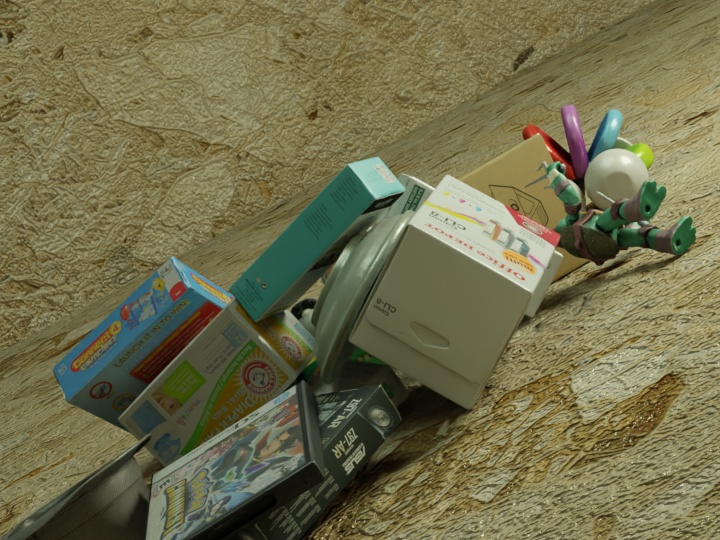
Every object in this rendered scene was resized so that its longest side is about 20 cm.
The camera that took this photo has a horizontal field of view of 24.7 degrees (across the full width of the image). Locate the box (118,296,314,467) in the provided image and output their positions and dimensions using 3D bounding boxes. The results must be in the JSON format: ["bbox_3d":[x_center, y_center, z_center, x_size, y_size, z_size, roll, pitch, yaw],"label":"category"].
[{"bbox_3d":[-0.153,0.123,1.814,0.200,0.112,0.101,-46,1,23],"label":"box"}]

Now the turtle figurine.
[{"bbox_3d":[0.277,-0.056,1.875,0.149,0.102,0.199,23,-12,-35],"label":"turtle figurine"}]

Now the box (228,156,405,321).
[{"bbox_3d":[-0.046,-0.032,1.735,0.200,0.049,0.082,-45,-10,24],"label":"box"}]

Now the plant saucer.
[{"bbox_3d":[-0.006,0.019,1.717,0.201,0.050,0.200,-61,-6,-10],"label":"plant saucer"}]

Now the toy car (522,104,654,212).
[{"bbox_3d":[0.284,-0.142,2.183,0.198,0.151,0.175,-23,10,11],"label":"toy car"}]

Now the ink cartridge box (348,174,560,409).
[{"bbox_3d":[0.099,0.018,1.677,0.146,0.144,0.200,-63,-5,23],"label":"ink cartridge box"}]

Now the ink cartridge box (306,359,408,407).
[{"bbox_3d":[-0.059,0.174,1.740,0.200,0.050,0.161,-43,15,-16],"label":"ink cartridge box"}]

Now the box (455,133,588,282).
[{"bbox_3d":[0.165,-0.045,1.933,0.199,0.165,0.021,-29,10,-22],"label":"box"}]

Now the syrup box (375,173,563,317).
[{"bbox_3d":[0.119,-0.028,1.843,0.079,0.199,0.081,-63,8,2],"label":"syrup box"}]

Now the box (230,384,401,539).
[{"bbox_3d":[-0.075,0.191,1.547,0.159,0.044,0.200,-14,25,49],"label":"box"}]

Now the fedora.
[{"bbox_3d":[-0.265,0.255,1.630,0.199,0.091,0.177,-34,2,28],"label":"fedora"}]

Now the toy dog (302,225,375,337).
[{"bbox_3d":[0.000,0.000,1.931,0.199,0.133,0.096,-19,31,-34],"label":"toy dog"}]

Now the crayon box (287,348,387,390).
[{"bbox_3d":[-0.029,0.103,1.945,0.199,0.059,0.118,-33,13,-38],"label":"crayon box"}]

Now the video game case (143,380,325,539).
[{"bbox_3d":[-0.117,0.189,1.508,0.180,0.026,0.200,-32,16,5],"label":"video game case"}]

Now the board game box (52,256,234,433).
[{"bbox_3d":[-0.221,0.103,1.922,0.200,0.196,0.056,-42,51,9],"label":"board game box"}]

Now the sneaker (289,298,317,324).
[{"bbox_3d":[-0.100,0.109,2.089,0.200,0.067,0.090,-38,-24,22],"label":"sneaker"}]
